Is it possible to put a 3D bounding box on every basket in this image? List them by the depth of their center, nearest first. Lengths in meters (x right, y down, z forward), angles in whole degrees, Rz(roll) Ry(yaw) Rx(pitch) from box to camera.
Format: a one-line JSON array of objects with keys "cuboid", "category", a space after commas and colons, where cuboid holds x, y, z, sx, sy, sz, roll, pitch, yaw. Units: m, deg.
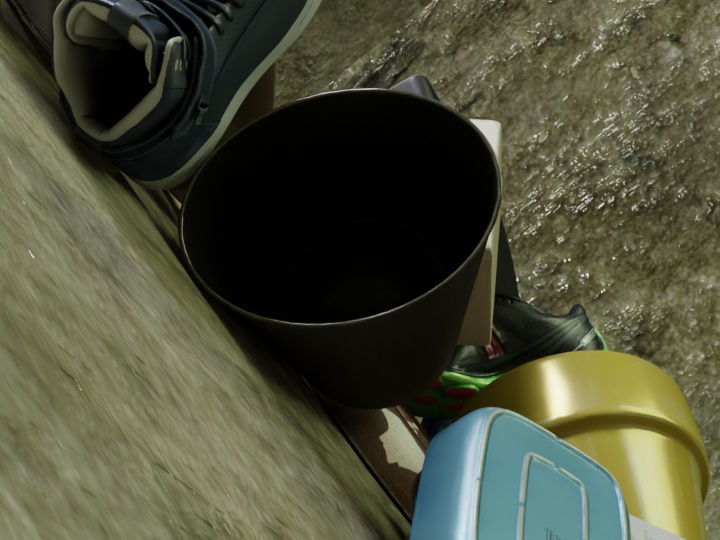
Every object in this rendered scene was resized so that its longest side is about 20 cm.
[{"cuboid": [0.000, 0.000, 1.003, 0.200, 0.178, 0.138, 72, 6, -68], "category": "basket"}]

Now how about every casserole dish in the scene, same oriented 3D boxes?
[{"cuboid": [0.085, 0.136, 0.831, 0.120, 0.039, 0.201, 31, 30, -9], "category": "casserole dish"}]

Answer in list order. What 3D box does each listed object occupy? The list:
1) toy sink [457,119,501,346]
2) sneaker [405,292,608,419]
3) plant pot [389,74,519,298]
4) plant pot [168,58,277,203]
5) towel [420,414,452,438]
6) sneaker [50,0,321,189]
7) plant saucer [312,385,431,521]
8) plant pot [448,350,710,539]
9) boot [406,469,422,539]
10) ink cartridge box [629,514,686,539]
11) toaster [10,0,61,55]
[{"cuboid": [0.002, -0.029, 1.231, 0.113, 0.197, 0.131, 87, 8, -47], "category": "toy sink"}, {"cuboid": [0.090, 0.061, 1.273, 0.077, 0.197, 0.085, 118, -34, -56], "category": "sneaker"}, {"cuboid": [0.030, -0.002, 1.397, 0.179, 0.199, 0.200, 64, 7, 32], "category": "plant pot"}, {"cuboid": [-0.104, -0.133, 1.062, 0.199, 0.027, 0.203, 6, -83, 62], "category": "plant pot"}, {"cuboid": [0.102, 0.137, 1.370, 0.024, 0.148, 0.200, 12, -21, 30], "category": "towel"}, {"cuboid": [-0.084, -0.143, 0.878, 0.076, 0.204, 0.146, 28, -1, 14], "category": "sneaker"}, {"cuboid": [0.024, 0.117, 1.162, 0.201, 0.037, 0.200, 52, 2, -2], "category": "plant saucer"}, {"cuboid": [0.168, 0.194, 1.218, 0.201, 0.199, 0.190, 51, 18, -41], "category": "plant pot"}, {"cuboid": [0.088, 0.195, 0.939, 0.146, 0.070, 0.200, 43, 8, -21], "category": "boot"}, {"cuboid": [0.116, 0.192, 0.865, 0.175, 0.045, 0.201, 27, 30, -16], "category": "ink cartridge box"}, {"cuboid": [-0.149, -0.204, 0.997, 0.200, 0.113, 0.130, 52, -40, 40], "category": "toaster"}]
